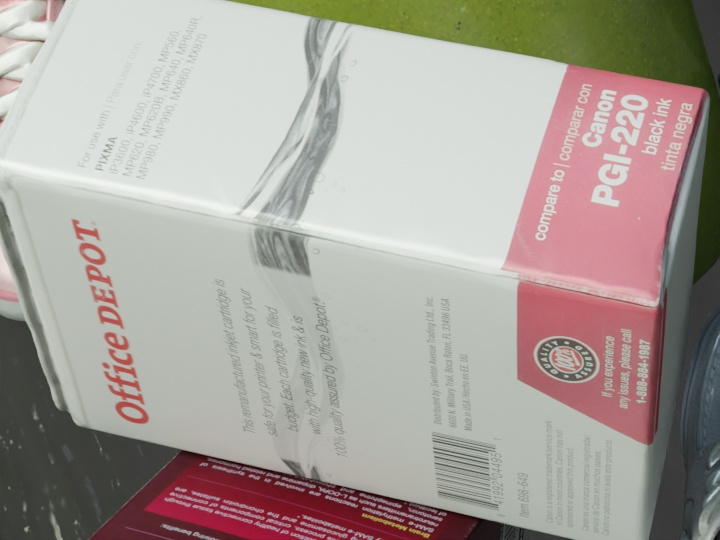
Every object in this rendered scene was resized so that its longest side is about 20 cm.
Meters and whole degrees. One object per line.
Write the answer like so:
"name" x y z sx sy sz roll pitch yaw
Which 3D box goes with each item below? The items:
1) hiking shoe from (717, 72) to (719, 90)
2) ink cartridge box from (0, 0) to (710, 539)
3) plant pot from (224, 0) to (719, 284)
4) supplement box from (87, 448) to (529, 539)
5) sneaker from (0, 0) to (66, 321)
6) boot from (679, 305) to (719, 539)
"hiking shoe" 0.177 -0.021 0.757 0.086 0.075 0.201 -16 37 7
"ink cartridge box" 0.000 0.000 0.697 0.198 0.146 0.085 10 56 11
"plant pot" 0.042 -0.077 0.783 0.187 0.200 0.187 -34 19 13
"supplement box" -0.027 0.109 0.722 0.108 0.061 0.200 14 27 20
"sneaker" -0.139 -0.087 0.892 0.075 0.105 0.202 -6 62 8
"boot" 0.139 0.081 0.739 0.073 0.096 0.201 -7 61 10
